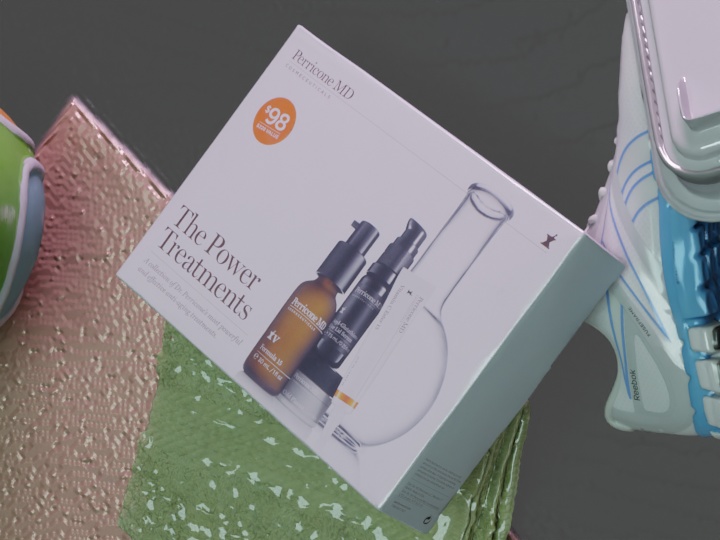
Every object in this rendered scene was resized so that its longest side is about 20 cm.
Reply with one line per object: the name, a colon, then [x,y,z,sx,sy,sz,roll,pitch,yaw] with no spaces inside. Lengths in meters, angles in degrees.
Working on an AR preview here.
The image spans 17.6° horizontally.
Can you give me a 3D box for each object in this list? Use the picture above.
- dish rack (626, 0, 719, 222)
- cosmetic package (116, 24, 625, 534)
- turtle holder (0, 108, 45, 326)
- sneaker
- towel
dish rack: [0.198,-0.124,0.955,0.200,0.044,0.172,-19,59,23]
cosmetic package: [0.000,0.000,1.066,0.200,0.052,0.151,38,92,35]
turtle holder: [-0.220,-0.008,1.162,0.141,0.132,0.186,-10,90,22]
sneaker: [0.125,-0.019,1.051,0.086,0.075,0.201,-7,89,32]
towel: [-0.020,0.099,1.137,0.200,0.036,0.149,19,101,20]
